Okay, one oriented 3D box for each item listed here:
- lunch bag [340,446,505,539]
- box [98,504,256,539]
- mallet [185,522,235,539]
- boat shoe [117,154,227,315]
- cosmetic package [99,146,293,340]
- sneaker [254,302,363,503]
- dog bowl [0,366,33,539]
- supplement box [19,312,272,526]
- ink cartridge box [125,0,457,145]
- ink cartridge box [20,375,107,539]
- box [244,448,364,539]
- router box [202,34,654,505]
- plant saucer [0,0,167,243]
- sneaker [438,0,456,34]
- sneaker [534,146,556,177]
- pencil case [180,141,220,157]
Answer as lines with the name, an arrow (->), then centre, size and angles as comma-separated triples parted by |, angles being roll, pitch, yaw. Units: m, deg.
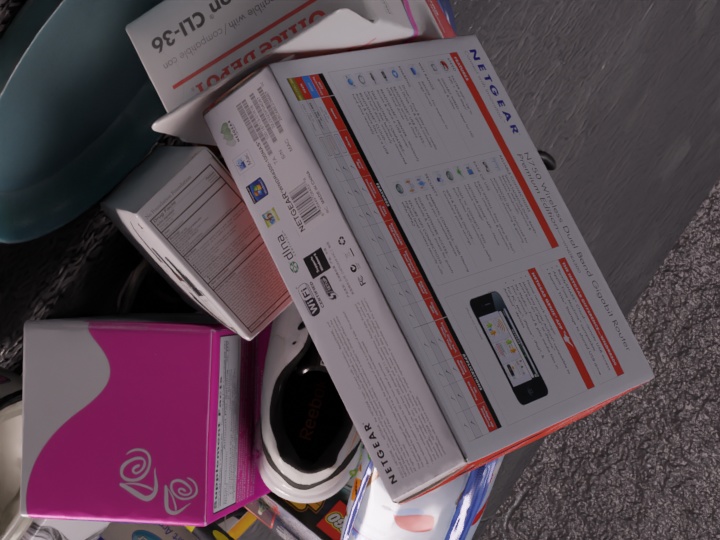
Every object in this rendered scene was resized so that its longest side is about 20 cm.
lunch bag -> 0.043, 0.076, 1.102 | 0.201, 0.075, 0.161 | -71, 176, -48
box -> -0.130, 0.144, 1.417 | 0.200, 0.119, 0.042 | -43, 164, -33
mallet -> -0.107, 0.157, 1.369 | 0.066, 0.199, 0.041 | -54, 180, -37
boat shoe -> -0.088, -0.007, 1.195 | 0.200, 0.067, 0.057 | -39, -155, 56
cosmetic package -> -0.082, -0.017, 1.034 | 0.051, 0.083, 0.200 | -41, -170, -7
sneaker -> -0.012, 0.022, 1.081 | 0.080, 0.073, 0.202 | 112, -15, -83
dog bowl -> -0.246, 0.124, 1.099 | 0.200, 0.074, 0.200 | -49, 164, -19
supplement box -> -0.106, 0.075, 1.110 | 0.200, 0.100, 0.104 | 9, 83, -81
ink cartridge box -> -0.035, -0.117, 1.025 | 0.116, 0.068, 0.200 | -31, 172, 15
ink cartridge box -> -0.198, 0.136, 1.259 | 0.201, 0.067, 0.116 | -54, 165, 5
box -> -0.046, 0.103, 1.418 | 0.137, 0.199, 0.040 | -44, 164, -33
router box -> 0.037, -0.008, 0.978 | 0.049, 0.201, 0.179 | -33, 169, 35
plant saucer -> -0.131, -0.102, 1.022 | 0.200, 0.027, 0.200 | -49, 166, -17
sneaker -> -0.004, -0.103, 1.330 | 0.082, 0.074, 0.201 | -26, 148, -57
sneaker -> 0.060, -0.068, 1.224 | 0.076, 0.115, 0.200 | -55, 174, 12
pencil case -> -0.022, -0.134, 1.187 | 0.201, 0.087, 0.087 | -57, 165, 18
